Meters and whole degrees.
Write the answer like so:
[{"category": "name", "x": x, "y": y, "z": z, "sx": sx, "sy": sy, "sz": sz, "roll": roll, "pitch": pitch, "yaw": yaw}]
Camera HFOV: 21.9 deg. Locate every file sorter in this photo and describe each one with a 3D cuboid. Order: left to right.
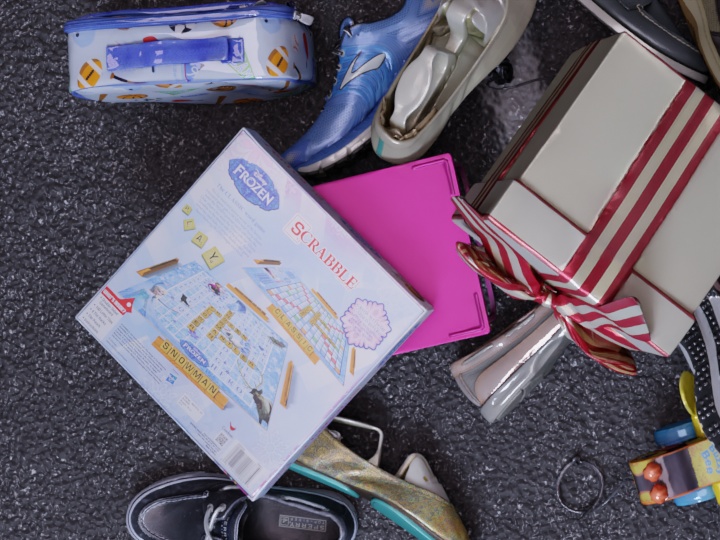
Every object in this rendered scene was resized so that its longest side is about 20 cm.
[{"category": "file sorter", "x": 0.000, "y": 0.000, "z": 1.487, "sx": 0.198, "sy": 0.125, "sz": 0.141, "roll": -13, "pitch": 89, "yaw": 11}]

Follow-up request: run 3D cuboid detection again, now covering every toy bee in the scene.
[{"category": "toy bee", "x": 0.257, "y": 0.161, "z": 1.454, "sx": 0.200, "sy": 0.109, "sz": 0.131, "roll": -40, "pitch": 85, "yaw": 8}]

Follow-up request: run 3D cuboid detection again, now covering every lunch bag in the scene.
[{"category": "lunch bag", "x": -0.131, "y": -0.175, "z": 1.490, "sx": 0.197, "sy": 0.160, "sz": 0.077, "roll": -4, "pitch": 91, "yaw": 11}]

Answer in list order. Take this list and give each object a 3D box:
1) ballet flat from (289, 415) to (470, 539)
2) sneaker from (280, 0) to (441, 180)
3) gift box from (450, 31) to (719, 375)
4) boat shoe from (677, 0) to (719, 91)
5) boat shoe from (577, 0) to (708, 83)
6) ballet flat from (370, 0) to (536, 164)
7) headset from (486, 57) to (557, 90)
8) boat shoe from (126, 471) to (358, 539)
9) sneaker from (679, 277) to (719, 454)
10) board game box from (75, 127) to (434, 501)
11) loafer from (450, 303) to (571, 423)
[{"category": "ballet flat", "x": 0.016, "y": 0.167, "z": 1.522, "sx": 0.199, "sy": 0.071, "sz": 0.071, "roll": 28, "pitch": 96, "yaw": 9}, {"category": "sneaker", "x": 0.003, "y": -0.155, "z": 1.510, "sx": 0.089, "sy": 0.079, "sz": 0.200, "roll": 44, "pitch": 90, "yaw": 4}, {"category": "gift box", "x": 0.173, "y": -0.049, "z": 1.325, "sx": 0.184, "sy": 0.200, "sz": 0.188, "roll": 36, "pitch": 89, "yaw": -1}, {"category": "boat shoe", "x": 0.293, "y": -0.175, "z": 1.413, "sx": 0.065, "sy": 0.073, "sz": 0.201, "roll": -36, "pitch": 48, "yaw": 21}, {"category": "boat shoe", "x": 0.206, "y": -0.225, "z": 1.474, "sx": 0.200, "sy": 0.073, "sz": 0.062, "roll": 40, "pitch": 101, "yaw": 12}, {"category": "ballet flat", "x": 0.072, "y": -0.171, "z": 1.434, "sx": 0.069, "sy": 0.069, "sz": 0.201, "roll": 32, "pitch": 85, "yaw": 8}, {"category": "headset", "x": 0.185, "y": -0.114, "z": 1.468, "sx": 0.199, "sy": 0.094, "sz": 0.124, "roll": 32, "pitch": 89, "yaw": 8}, {"category": "boat shoe", "x": -0.103, "y": 0.210, "z": 1.539, "sx": 0.197, "sy": 0.068, "sz": 0.073, "roll": 5, "pitch": 92, "yaw": 10}, {"category": "sneaker", "x": 0.284, "y": 0.069, "z": 1.420, "sx": 0.073, "sy": 0.080, "sz": 0.202, "roll": -32, "pitch": 60, "yaw": 21}, {"category": "board game box", "x": -0.081, "y": 0.033, "z": 1.418, "sx": 0.200, "sy": 0.041, "sz": 0.200, "roll": 45, "pitch": 98, "yaw": 7}, {"category": "loafer", "x": 0.152, "y": 0.032, "z": 1.492, "sx": 0.063, "sy": 0.072, "sz": 0.200, "roll": 44, "pitch": 101, "yaw": 14}]
